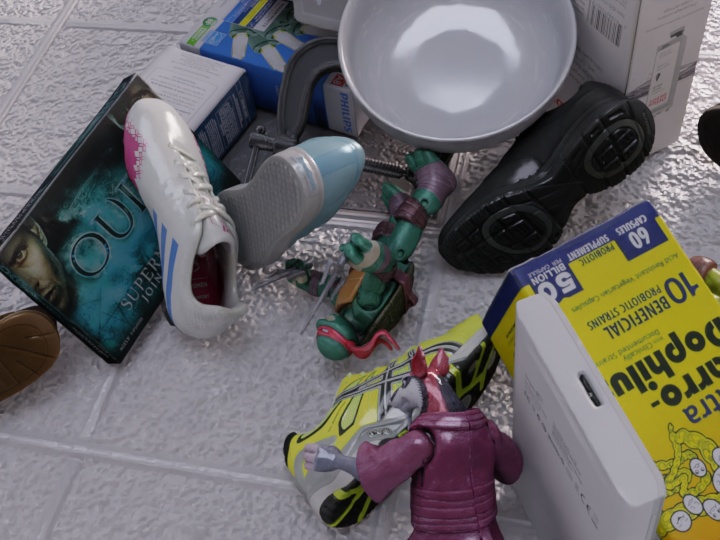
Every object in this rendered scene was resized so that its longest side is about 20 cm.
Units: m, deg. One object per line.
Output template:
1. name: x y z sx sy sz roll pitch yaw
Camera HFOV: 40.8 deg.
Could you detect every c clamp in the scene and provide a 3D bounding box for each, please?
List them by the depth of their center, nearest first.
1. c clamp: -0.004 -0.121 0.868 0.196 0.027 0.174 7 85 4

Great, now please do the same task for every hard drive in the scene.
1. hard drive: 0.126 0.125 0.573 0.026 0.201 0.133 -19 51 -7

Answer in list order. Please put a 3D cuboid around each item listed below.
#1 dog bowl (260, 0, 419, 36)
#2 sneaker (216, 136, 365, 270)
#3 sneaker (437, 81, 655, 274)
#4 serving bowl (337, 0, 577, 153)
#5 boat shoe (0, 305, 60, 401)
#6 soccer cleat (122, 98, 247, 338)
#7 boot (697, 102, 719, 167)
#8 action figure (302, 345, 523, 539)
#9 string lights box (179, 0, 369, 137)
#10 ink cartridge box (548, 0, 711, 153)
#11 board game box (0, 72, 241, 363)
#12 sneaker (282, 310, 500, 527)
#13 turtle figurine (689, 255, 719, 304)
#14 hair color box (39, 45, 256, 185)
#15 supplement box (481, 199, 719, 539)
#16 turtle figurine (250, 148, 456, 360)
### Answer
1. dog bowl: 0.002 -0.277 0.941 0.196 0.060 0.201 9 24 -4
2. sneaker: -0.054 -0.053 0.780 0.081 0.199 0.075 -24 92 -29
3. sneaker: 0.144 -0.075 0.793 0.199 0.076 0.091 -37 33 11
4. serving bowl: 0.081 -0.182 0.818 0.196 0.066 0.203 -3 68 6
5. boat shoe: -0.330 0.088 0.773 0.198 0.073 0.072 -34 23 -4
6. soccer cleat: -0.133 -0.048 0.776 0.069 0.086 0.203 -13 87 -41
7. boot: 0.404 -0.132 0.816 0.198 0.074 0.151 14 46 36
8. action figure: 0.052 0.146 0.581 0.132 0.149 0.204 -8 91 -23
9. string lights box: -0.067 -0.211 0.961 0.197 0.059 0.103 19 56 21
10. ink cartridge box: 0.215 -0.212 0.828 0.082 0.202 0.147 -23 51 -14
11. board game box: -0.197 -0.045 0.801 0.028 0.135 0.202 -7 46 48
12. sneaker: 0.027 0.089 0.700 0.199 0.076 0.076 -39 56 -22
13. turtle figurine: 0.288 0.019 0.720 0.160 0.065 0.200 23 51 31
14. hair color box: -0.193 -0.116 0.906 0.099 0.061 0.201 20 57 23
15. supplement box: 0.179 0.079 0.621 0.108 0.110 0.202 -26 73 -12
16. turtle figurine: 0.000 0.000 0.764 0.149 0.101 0.201 -16 32 54
